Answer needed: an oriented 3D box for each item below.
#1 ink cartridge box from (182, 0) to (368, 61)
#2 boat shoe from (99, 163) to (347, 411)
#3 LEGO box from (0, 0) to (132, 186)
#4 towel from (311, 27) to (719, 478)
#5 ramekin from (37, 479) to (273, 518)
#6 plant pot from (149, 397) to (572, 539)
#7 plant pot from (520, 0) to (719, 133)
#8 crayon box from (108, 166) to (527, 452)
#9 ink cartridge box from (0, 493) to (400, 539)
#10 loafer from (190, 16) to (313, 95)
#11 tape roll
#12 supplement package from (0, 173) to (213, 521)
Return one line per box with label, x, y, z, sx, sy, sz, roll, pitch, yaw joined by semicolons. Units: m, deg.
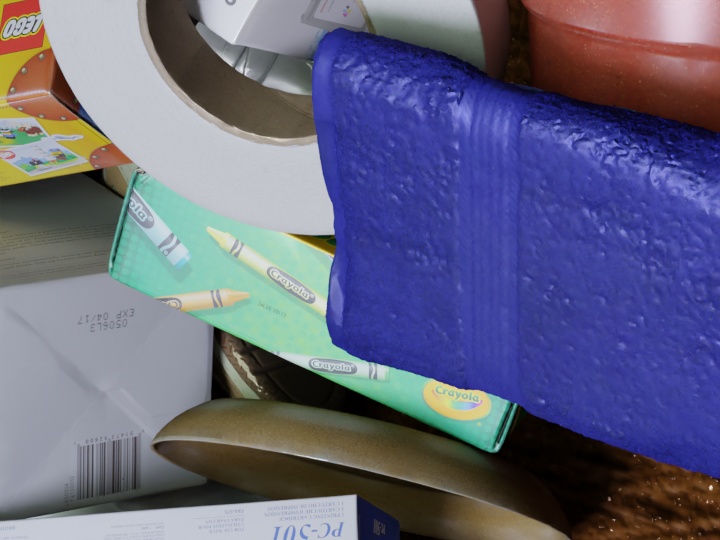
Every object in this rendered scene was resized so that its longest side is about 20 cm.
ink cartridge box;-0.051;-0.151;1.127;0.116;0.200;0.068;36;104;26
boat shoe;-0.074;0.012;1.256;0.076;0.071;0.201;-51;57;41
LEGO box;-0.198;-0.119;1.190;0.199;0.077;0.150;-8;64;29
towel;0.073;-0.010;0.959;0.199;0.050;0.149;19;129;30
ramekin;-0.120;0.185;1.282;0.199;0.097;0.202;5;99;35
plant pot;0.002;0.092;1.137;0.199;0.200;0.028;4;75;34
plant pot;0.152;-0.060;1.017;0.200;0.200;0.197;13;110;33
crayon box;0.000;0.000;1.131;0.199;0.119;0.059;24;115;13
ink cartridge box;-0.087;0.138;1.151;0.198;0.094;0.045;-5;75;13
loafer;-0.063;-0.104;1.225;0.200;0.070;0.070;39;116;25
tape roll;-0.038;-0.105;1.020;0.201;0.037;0.204;13;131;15
supplement package;-0.170;0.027;1.238;0.200;0.120;0.121;32;124;54
